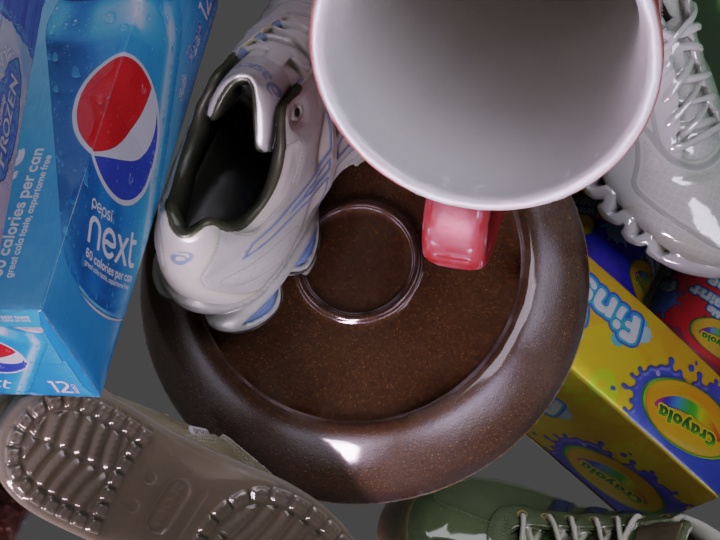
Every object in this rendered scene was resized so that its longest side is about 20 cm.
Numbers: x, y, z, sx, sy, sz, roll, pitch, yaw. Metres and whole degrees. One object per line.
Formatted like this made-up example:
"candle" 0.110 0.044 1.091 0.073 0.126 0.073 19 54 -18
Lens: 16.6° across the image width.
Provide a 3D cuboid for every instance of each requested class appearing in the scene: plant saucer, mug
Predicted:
"plant saucer" 0.000 0.000 1.077 0.199 0.032 0.202 -2 71 5
"mug" 0.052 -0.115 1.015 0.133 0.178 0.200 36 30 -8

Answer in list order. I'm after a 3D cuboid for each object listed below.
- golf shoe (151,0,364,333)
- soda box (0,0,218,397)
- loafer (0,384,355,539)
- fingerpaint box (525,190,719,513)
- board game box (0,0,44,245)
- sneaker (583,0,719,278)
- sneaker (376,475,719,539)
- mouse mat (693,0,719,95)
"golf shoe" -0.026 -0.074 1.038 0.078 0.097 0.201 19 73 12
"soda box" -0.119 -0.051 0.992 0.064 0.067 0.201 63 34 -52
"loafer" -0.075 0.097 1.036 0.200 0.068 0.076 40 90 -31
"fingerpaint box" 0.113 -0.006 1.189 0.200 0.073 0.167 41 56 -12
"board game box" -0.231 -0.030 0.931 0.199 0.043 0.200 0 67 13
"sneaker" 0.130 -0.089 1.138 0.075 0.081 0.201 -28 86 -39
"sneaker" 0.114 0.130 1.129 0.199 0.090 0.068 20 64 -24
"mouse mat" 0.175 -0.107 1.191 0.008 0.200 0.161 -34 87 -5
